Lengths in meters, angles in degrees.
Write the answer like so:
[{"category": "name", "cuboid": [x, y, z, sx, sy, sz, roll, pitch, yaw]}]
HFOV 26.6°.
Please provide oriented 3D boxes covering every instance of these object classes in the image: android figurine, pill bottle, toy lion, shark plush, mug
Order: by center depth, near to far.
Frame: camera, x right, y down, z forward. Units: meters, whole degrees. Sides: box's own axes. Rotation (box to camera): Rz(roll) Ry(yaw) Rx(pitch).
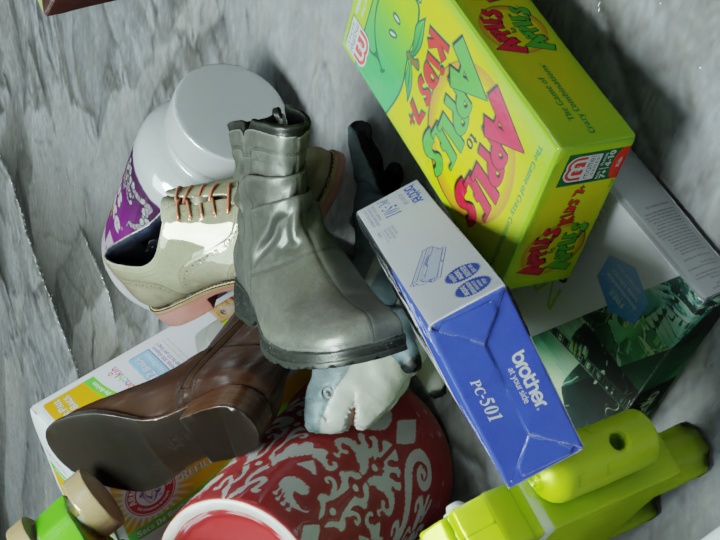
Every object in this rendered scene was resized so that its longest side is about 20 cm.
[{"category": "android figurine", "cuboid": [0.087, 0.136, 0.804, 0.041, 0.199, 0.182, 62, 151, 22]}, {"category": "shark plush", "cuboid": [0.000, 0.000, 0.962, 0.091, 0.083, 0.201, 15, -111, -75]}, {"category": "toy lion", "cuboid": [-0.133, 0.230, 0.967, 0.192, 0.069, 0.200, 50, 179, -25]}, {"category": "mug", "cuboid": [-0.042, 0.176, 0.984, 0.133, 0.200, 0.178, 31, 114, 12]}, {"category": "pill bottle", "cuboid": [-0.120, -0.059, 1.118, 0.113, 0.112, 0.200, 59, 148, 19]}]

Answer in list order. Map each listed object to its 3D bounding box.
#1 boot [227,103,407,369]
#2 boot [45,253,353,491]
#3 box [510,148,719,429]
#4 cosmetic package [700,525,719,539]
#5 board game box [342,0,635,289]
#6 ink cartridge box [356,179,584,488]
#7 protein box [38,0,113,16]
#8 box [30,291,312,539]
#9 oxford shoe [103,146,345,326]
[{"category": "boot", "cuboid": [-0.038, -0.024, 0.873, 0.200, 0.067, 0.131, -152, 54, -64]}, {"category": "boot", "cuboid": [-0.097, 0.057, 1.035, 0.185, 0.200, 0.064, -9, 120, 30]}, {"category": "box", "cuboid": [0.117, 0.020, 0.853, 0.145, 0.036, 0.200, 55, 147, 26]}, {"category": "cosmetic package", "cuboid": [0.214, 0.161, 0.740, 0.102, 0.074, 0.200, 60, 150, 18]}, {"category": "board game box", "cuboid": [0.060, -0.099, 0.811, 0.200, 0.047, 0.102, 60, 148, 34]}, {"category": "ink cartridge box", "cuboid": [0.051, 0.025, 0.788, 0.094, 0.044, 0.200, 63, 179, -20]}, {"category": "protein box", "cuboid": [-0.118, -0.287, 0.902, 0.135, 0.199, 0.199, -38, 74, 58]}, {"category": "box", "cuboid": [-0.120, 0.112, 1.112, 0.112, 0.199, 0.102, 38, 149, 44]}, {"category": "oxford shoe", "cuboid": [-0.093, -0.029, 1.008, 0.200, 0.074, 0.071, -34, 34, 32]}]
